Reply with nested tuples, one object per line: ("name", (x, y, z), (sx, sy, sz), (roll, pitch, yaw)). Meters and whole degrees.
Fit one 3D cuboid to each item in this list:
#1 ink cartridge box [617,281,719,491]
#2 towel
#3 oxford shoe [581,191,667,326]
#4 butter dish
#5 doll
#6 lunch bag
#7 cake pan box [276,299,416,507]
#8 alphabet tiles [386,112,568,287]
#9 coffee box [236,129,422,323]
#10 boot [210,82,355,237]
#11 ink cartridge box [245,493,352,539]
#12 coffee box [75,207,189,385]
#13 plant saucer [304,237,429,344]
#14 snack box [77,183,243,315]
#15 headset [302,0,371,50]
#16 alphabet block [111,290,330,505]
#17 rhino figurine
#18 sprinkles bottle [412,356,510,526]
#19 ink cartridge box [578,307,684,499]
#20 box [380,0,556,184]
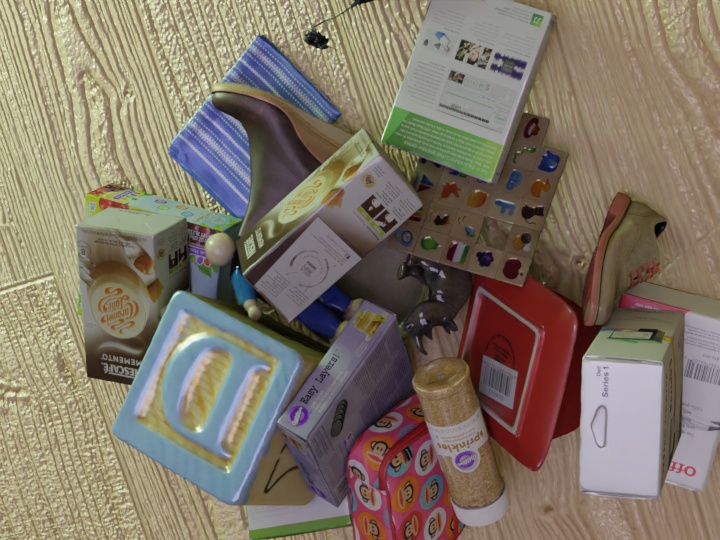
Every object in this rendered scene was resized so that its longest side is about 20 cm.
("ink cartridge box", (0.349, 0.129, 1.561), (0.143, 0.084, 0.202), (15, 107, 15))
("towel", (-0.135, -0.171, 1.691), (0.145, 0.024, 0.200), (44, 113, 4))
("oxford shoe", (0.290, -0.010, 1.493), (0.074, 0.201, 0.071), (19, 138, 9))
("butter dish", (0.214, 0.100, 1.577), (0.200, 0.147, 0.201), (38, 121, 53))
("doll", (-0.099, 0.015, 1.641), (0.199, 0.137, 0.049), (32, 138, 0))
("lunch bag", (0.067, 0.255, 1.649), (0.081, 0.176, 0.202), (19, 127, 38))
("cake pan box", (-0.009, 0.160, 1.603), (0.052, 0.201, 0.185), (28, 68, 26))
("alphabet tiles", (0.139, -0.095, 1.563), (0.166, 0.008, 0.202), (16, 75, 18))
("coffee box", (-0.038, -0.052, 1.533), (0.200, 0.114, 0.080), (-41, 111, 6))
("boot", (-0.113, -0.118, 1.629), (0.198, 0.072, 0.168), (24, 87, 1))
("ink cartridge box", (-0.074, 0.231, 1.744), (0.146, 0.076, 0.202), (-13, 78, 22))
("coffee box", (-0.275, 0.034, 1.681), (0.113, 0.080, 0.202), (8, 112, 22))
("plant saucer", (0.000, 0.000, 1.681), (0.198, 0.032, 0.202), (5, 105, 18))
("snack box", (-0.256, -0.003, 1.745), (0.198, 0.068, 0.170), (17, 112, 19))
("headset", (-0.014, -0.349, 1.566), (0.123, 0.094, 0.202), (25, 99, 12))
("alphabet block", (-0.138, 0.156, 1.633), (0.195, 0.200, 0.197), (28, 92, 25))
("rhino figurine", (0.091, -0.001, 1.596), (0.087, 0.060, 0.202), (12, 78, -12))
("sprinkles bottle", (0.116, 0.197, 1.568), (0.068, 0.068, 0.201), (-8, 120, 21))
("ink cartridge box", (0.286, 0.134, 1.430), (0.083, 0.200, 0.146), (3, 103, 19))
("box", (0.122, -0.215, 1.554), (0.143, 0.036, 0.202), (22, 95, 19))
